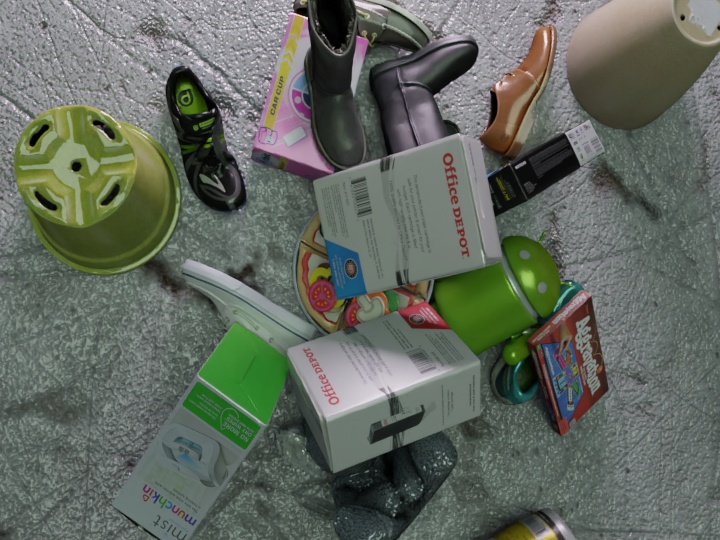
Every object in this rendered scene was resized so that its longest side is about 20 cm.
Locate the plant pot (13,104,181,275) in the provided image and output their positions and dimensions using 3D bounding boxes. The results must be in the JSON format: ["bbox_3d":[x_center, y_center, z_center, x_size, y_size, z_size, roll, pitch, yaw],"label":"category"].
[{"bbox_3d":[-0.320,-0.106,0.862,0.194,0.184,0.207,1,84,-10],"label":"plant pot"}]

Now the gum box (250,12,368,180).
[{"bbox_3d":[-0.068,-0.235,0.977,0.110,0.066,0.206,16,82,-10],"label":"gum box"}]

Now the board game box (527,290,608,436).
[{"bbox_3d":[0.283,0.129,0.970,0.102,0.019,0.202,-39,131,-15],"label":"board game box"}]

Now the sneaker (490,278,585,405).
[{"bbox_3d":[0.259,0.103,1.001,0.077,0.080,0.202,35,80,-5],"label":"sneaker"}]

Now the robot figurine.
[{"bbox_3d":[0.175,0.033,0.953,0.197,0.115,0.179,-30,85,18],"label":"robot figurine"}]

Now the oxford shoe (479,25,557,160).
[{"bbox_3d":[0.227,-0.265,1.034,0.070,0.071,0.205,23,83,-2],"label":"oxford shoe"}]

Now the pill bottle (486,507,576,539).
[{"bbox_3d":[0.190,0.407,0.946,0.196,0.111,0.114,-24,89,-11],"label":"pill bottle"}]

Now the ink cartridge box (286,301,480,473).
[{"bbox_3d":[0.025,0.132,0.861,0.195,0.145,0.086,-16,122,-17],"label":"ink cartridge box"}]

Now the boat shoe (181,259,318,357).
[{"bbox_3d":[-0.150,0.059,0.933,0.196,0.074,0.068,29,80,-7],"label":"boat shoe"}]

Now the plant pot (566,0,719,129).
[{"bbox_3d":[0.416,-0.319,1.005,0.181,0.200,0.194,1,84,-10],"label":"plant pot"}]

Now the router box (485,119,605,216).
[{"bbox_3d":[0.205,-0.117,0.938,0.198,0.148,0.052,-30,91,-39],"label":"router box"}]

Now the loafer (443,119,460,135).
[{"bbox_3d":[0.112,-0.110,0.997,0.066,0.070,0.207,10,83,-9],"label":"loafer"}]

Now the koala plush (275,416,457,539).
[{"bbox_3d":[-0.003,0.240,0.919,0.199,0.185,0.177,41,73,17],"label":"koala plush"}]

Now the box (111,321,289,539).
[{"bbox_3d":[-0.171,0.182,0.833,0.096,0.200,0.178,35,102,-5],"label":"box"}]

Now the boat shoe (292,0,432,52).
[{"bbox_3d":[0.002,-0.344,0.999,0.197,0.072,0.062,25,81,-1],"label":"boat shoe"}]

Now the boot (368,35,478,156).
[{"bbox_3d":[0.105,-0.201,0.964,0.161,0.066,0.205,-18,62,9],"label":"boot"}]

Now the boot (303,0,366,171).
[{"bbox_3d":[-0.025,-0.223,0.848,0.071,0.200,0.187,-20,89,-13],"label":"boot"}]

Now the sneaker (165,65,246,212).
[{"bbox_3d":[-0.207,-0.169,0.939,0.069,0.083,0.205,-21,89,-11],"label":"sneaker"}]

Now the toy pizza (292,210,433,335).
[{"bbox_3d":[0.000,0.000,0.949,0.194,0.032,0.207,0,90,14],"label":"toy pizza"}]

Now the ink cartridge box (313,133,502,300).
[{"bbox_3d":[0.056,-0.059,0.854,0.195,0.084,0.151,-12,88,27],"label":"ink cartridge box"}]
